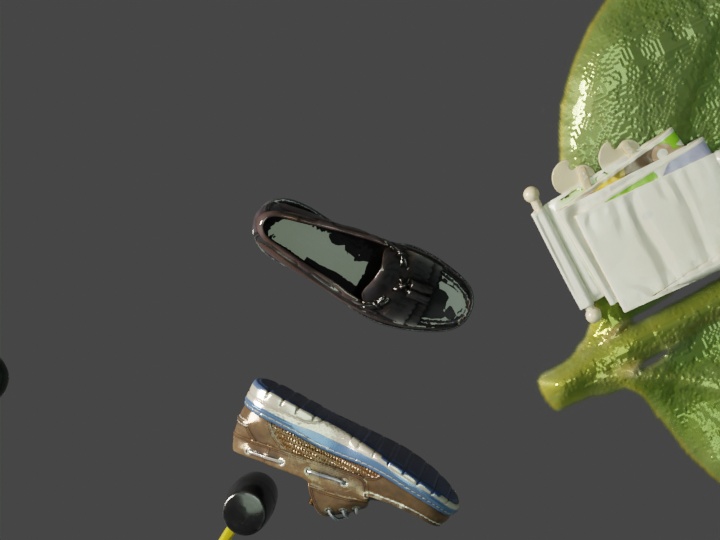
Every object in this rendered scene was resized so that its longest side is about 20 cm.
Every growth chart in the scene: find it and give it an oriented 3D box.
[{"bbox_3d":[0.247,-0.045,1.184,0.198,0.018,0.146,-20,91,2],"label":"growth chart"}]

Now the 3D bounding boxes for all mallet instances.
[{"bbox_3d":[-0.133,0.255,1.202,0.041,0.066,0.201,34,108,1],"label":"mallet"}]

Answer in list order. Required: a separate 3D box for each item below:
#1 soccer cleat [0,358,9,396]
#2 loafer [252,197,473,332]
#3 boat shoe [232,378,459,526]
[{"bbox_3d":[-0.389,0.063,1.172,0.198,0.081,0.068,23,93,0],"label":"soccer cleat"},{"bbox_3d":[0.000,0.000,1.169,0.198,0.063,0.073,24,93,0],"label":"loafer"},{"bbox_3d":[-0.014,0.166,1.179,0.199,0.072,0.073,29,98,10],"label":"boat shoe"}]
